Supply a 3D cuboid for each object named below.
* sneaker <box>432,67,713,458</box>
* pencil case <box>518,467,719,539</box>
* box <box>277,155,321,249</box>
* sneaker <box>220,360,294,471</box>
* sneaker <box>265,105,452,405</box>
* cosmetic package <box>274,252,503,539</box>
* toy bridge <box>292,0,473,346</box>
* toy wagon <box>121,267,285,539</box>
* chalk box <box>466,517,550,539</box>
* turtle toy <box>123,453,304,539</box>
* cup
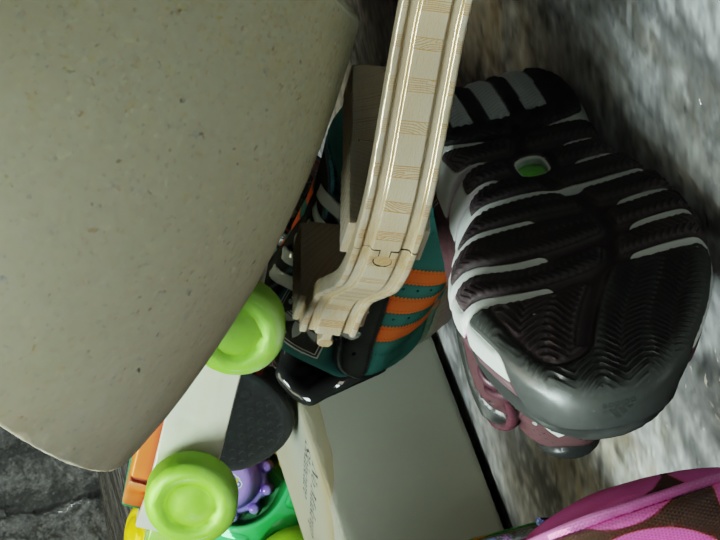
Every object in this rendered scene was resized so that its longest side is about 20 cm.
[{"bbox_3d":[0.066,0.023,0.669,0.200,0.075,0.116,-102,0,-62],"label":"sneaker"},{"bbox_3d":[0.096,0.156,0.582,0.091,0.093,0.201,129,127,-75],"label":"pencil case"},{"bbox_3d":[-0.087,-0.065,0.912,0.136,0.040,0.200,27,174,30],"label":"box"},{"bbox_3d":[-0.099,-0.006,0.931,0.202,0.067,0.108,59,180,-43],"label":"sneaker"},{"bbox_3d":[0.000,0.000,0.861,0.071,0.080,0.200,41,161,16],"label":"sneaker"},{"bbox_3d":[0.008,0.093,0.986,0.104,0.073,0.201,92,163,-53],"label":"cosmetic package"},{"bbox_3d":[0.007,-0.032,0.659,0.200,0.027,0.068,108,165,-54],"label":"toy bridge"},{"bbox_3d":[-0.058,0.037,0.791,0.155,0.039,0.201,-90,15,-65],"label":"toy wagon"},{"bbox_3d":[0.002,0.172,0.779,0.124,0.199,0.125,124,132,-74],"label":"chalk box"},{"bbox_3d":[-0.043,0.112,1.106,0.101,0.145,0.201,-51,41,46],"label":"turtle toy"},{"bbox_3d":[-0.086,-0.064,0.637,0.200,0.143,0.200,47,-174,-6],"label":"cup"}]
